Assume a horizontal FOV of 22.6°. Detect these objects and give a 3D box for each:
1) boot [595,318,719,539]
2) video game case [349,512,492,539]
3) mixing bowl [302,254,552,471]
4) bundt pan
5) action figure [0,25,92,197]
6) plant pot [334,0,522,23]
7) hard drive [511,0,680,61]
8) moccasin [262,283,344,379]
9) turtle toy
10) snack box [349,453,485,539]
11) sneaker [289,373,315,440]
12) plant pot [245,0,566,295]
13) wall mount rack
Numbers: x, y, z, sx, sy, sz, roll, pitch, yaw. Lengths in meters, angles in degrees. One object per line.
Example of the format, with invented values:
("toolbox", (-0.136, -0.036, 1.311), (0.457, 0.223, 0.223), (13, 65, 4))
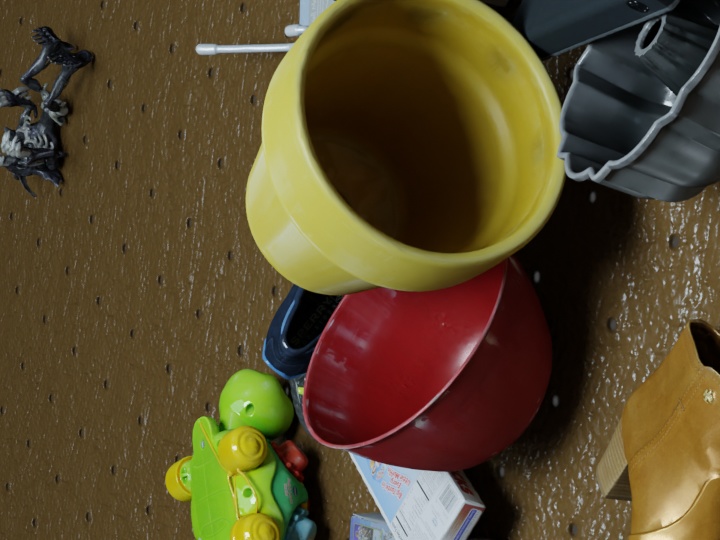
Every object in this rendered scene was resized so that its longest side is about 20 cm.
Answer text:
("boot", (0.217, 0.141, 1.118), (0.144, 0.070, 0.202), (-63, 35, 37))
("video game case", (0.052, 0.299, 1.387), (0.181, 0.045, 0.202), (4, 90, 56))
("mixing bowl", (0.065, 0.068, 1.296), (0.200, 0.108, 0.201), (-37, 31, 27))
("bundt pan", (0.207, -0.128, 1.102), (0.202, 0.075, 0.202), (-55, 17, 25))
("action figure", (-0.376, -0.172, 2.035), (0.119, 0.102, 0.201), (46, 125, 34))
("plant pot", (0.039, -0.262, 1.349), (0.200, 0.186, 0.188), (39, 121, 34))
("hard drive", (0.169, -0.216, 1.167), (0.140, 0.033, 0.200), (-66, 16, -11))
("moccasin", (0.000, 0.000, 1.400), (0.201, 0.080, 0.068), (-60, 2, -17))
("turtle toy", (-0.097, 0.183, 1.575), (0.146, 0.101, 0.201), (-31, 62, 53))
("snack box", (0.037, 0.154, 1.390), (0.072, 0.024, 0.200), (-61, 27, 15))
("sneaker", (-0.010, 0.043, 1.473), (0.075, 0.076, 0.202), (-3, 83, 46))
("plant pot", (0.012, -0.069, 1.238), (0.189, 0.199, 0.202), (143, 123, -59))
("wall mount rack", (-0.073, -0.258, 1.593), (0.173, 0.074, 0.202), (0, 87, 57))
